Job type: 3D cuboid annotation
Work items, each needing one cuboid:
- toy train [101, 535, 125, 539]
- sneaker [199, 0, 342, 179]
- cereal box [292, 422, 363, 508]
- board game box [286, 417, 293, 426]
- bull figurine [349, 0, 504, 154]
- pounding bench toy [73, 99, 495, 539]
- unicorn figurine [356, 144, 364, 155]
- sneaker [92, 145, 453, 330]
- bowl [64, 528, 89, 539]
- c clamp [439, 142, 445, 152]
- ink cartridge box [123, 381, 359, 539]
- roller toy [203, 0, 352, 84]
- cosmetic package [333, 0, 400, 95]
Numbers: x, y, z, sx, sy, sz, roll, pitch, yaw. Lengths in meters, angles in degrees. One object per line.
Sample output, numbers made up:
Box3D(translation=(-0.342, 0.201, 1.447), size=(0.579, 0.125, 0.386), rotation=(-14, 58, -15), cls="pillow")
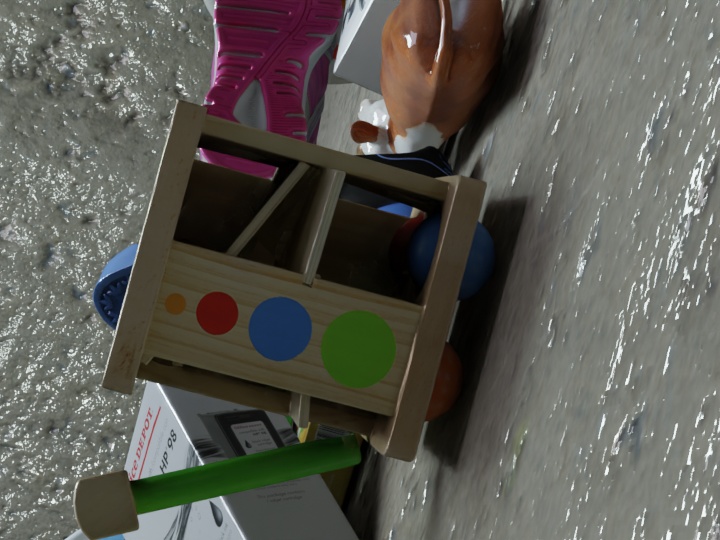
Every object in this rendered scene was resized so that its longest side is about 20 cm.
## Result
Box3D(translation=(-0.117, 0.255, 1.161), size=(0.114, 0.086, 0.202), rotation=(21, 119, 50), cls="toy train")
Box3D(translation=(-0.062, -0.105, 1.179), size=(0.089, 0.081, 0.201), rotation=(99, -176, -49), cls="sneaker")
Box3D(translation=(-0.026, 0.098, 1.225), size=(0.200, 0.039, 0.145), rotation=(-86, 12, -65), cls="cereal box")
Box3D(translation=(-0.073, 0.110, 1.249), size=(0.200, 0.040, 0.154), rotation=(-84, 8, -58), cls="board game box")
Box3D(translation=(0.041, -0.121, 1.004), size=(0.200, 0.065, 0.122), rotation=(138, 144, -79), cls="bull figurine")
Box3D(translation=(-0.035, 0.042, 0.863), size=(0.124, 0.155, 0.201), rotation=(-169, 94, -83), cls="pounding bench toy")
Box3D(translation=(0.000, 0.000, 1.098), size=(0.200, 0.073, 0.138), rotation=(119, 157, -74), cls="unicorn figurine")
Box3D(translation=(-0.041, -0.014, 0.998), size=(0.078, 0.198, 0.070), rotation=(-84, -20, -51), cls="sneaker")
Box3D(translation=(-0.136, 0.268, 1.276), size=(0.090, 0.200, 0.203), rotation=(27, 103, 56), cls="bowl")
Box3D(translation=(0.030, -0.078, 1.196), size=(0.171, 0.027, 0.201), rotation=(-84, 11, -52), cls="c clamp")
Box3D(translation=(-0.079, 0.133, 1.061), size=(0.200, 0.066, 0.116), rotation=(54, 137, 42), cls="ink cartridge box")
Box3D(translation=(-0.020, -0.232, 1.291), size=(0.140, 0.198, 0.184), rotation=(-83, -10, -61), cls="roller toy")
Box3D(translation=(0.047, -0.202, 1.106), size=(0.083, 0.050, 0.201), rotation=(-85, 20, -50), cls="cosmetic package")
